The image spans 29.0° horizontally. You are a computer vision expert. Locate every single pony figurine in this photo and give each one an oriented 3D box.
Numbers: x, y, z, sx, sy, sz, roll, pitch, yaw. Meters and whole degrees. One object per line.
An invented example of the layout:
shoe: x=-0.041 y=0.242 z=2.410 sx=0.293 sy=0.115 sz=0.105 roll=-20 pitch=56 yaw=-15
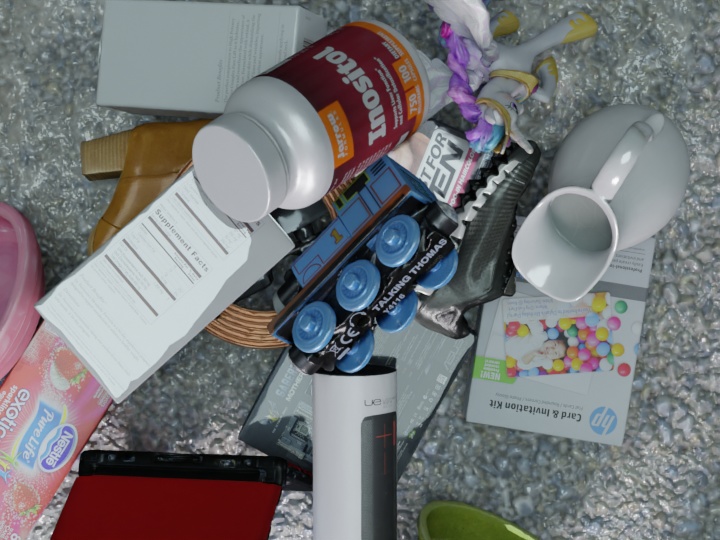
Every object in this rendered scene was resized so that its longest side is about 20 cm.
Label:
pony figurine: x=0.100 y=-0.199 z=1.243 sx=0.192 sy=0.200 sz=0.167 roll=33 pitch=137 yaw=4

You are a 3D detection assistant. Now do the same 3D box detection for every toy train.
toy train: x=0.000 y=0.000 z=1.224 sx=0.200 sy=0.086 sz=0.115 roll=-46 pitch=47 yaw=14

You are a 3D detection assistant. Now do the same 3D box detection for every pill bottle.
pill bottle: x=-0.040 y=-0.122 z=1.153 sx=0.200 sy=0.113 sz=0.113 roll=-38 pitch=93 yaw=-38

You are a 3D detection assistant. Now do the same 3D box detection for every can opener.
can opener: x=-0.110 y=-0.012 z=1.321 sx=0.198 sy=0.053 sz=0.067 roll=-26 pitch=96 yaw=2

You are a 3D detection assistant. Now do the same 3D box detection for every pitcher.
pitcher: x=0.229 y=-0.086 z=1.227 sx=0.121 sy=0.200 sz=0.172 roll=38 pitch=132 yaw=7

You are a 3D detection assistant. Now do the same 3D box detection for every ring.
ring: x=-0.088 y=-0.028 z=1.283 sx=0.198 sy=0.019 sz=0.203 roll=0 pitch=97 yaw=-1

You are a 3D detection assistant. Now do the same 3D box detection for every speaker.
speaker: x=-0.006 y=0.187 z=1.270 sx=0.080 sy=0.081 sz=0.203 roll=0 pitch=94 yaw=0

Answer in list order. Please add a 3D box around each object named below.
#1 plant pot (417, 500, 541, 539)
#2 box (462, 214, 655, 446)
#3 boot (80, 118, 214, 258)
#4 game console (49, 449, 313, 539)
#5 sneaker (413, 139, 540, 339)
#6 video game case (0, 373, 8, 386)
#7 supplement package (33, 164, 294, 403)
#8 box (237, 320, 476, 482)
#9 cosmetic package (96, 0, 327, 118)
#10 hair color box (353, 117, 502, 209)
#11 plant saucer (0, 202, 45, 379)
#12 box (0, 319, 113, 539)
plant pot: x=0.100 y=0.348 z=1.287 sx=0.199 sy=0.200 sz=0.186 roll=28 pitch=104 yaw=-1
box: x=0.188 y=0.055 z=1.332 sx=0.154 sy=0.041 sz=0.203 roll=9 pitch=94 yaw=0
boot: x=-0.183 y=-0.040 z=1.312 sx=0.142 sy=0.071 sz=0.204 roll=-6 pitch=89 yaw=1
game console: x=-0.155 y=0.225 z=1.244 sx=0.198 sy=0.172 sz=0.120 roll=0 pitch=74 yaw=16
sneaker: x=0.115 y=-0.022 z=1.259 sx=0.090 sy=0.067 sz=0.201 roll=34 pitch=99 yaw=-6
video game case: x=-0.421 y=0.147 z=1.348 sx=0.198 sy=0.019 sz=0.145 roll=-13 pitch=93 yaw=-1
supplement package: x=-0.168 y=0.004 z=1.205 sx=0.200 sy=0.114 sz=0.110 roll=-41 pitch=96 yaw=-6
box: x=-0.003 y=0.108 z=1.329 sx=0.157 sy=0.051 sz=0.202 roll=28 pitch=94 yaw=-2
cosmetic package: x=-0.137 y=-0.191 z=1.274 sx=0.198 sy=0.074 sz=0.103 roll=7 pitch=91 yaw=21
hair color box: x=0.029 y=-0.104 z=1.313 sx=0.198 sy=0.061 sz=0.101 roll=22 pitch=93 yaw=-1
plant saucer: x=-0.357 y=0.037 z=1.279 sx=0.051 sy=0.200 sz=0.201 roll=33 pitch=94 yaw=-43
box: x=-0.300 y=0.144 z=1.293 sx=0.095 sy=0.100 sz=0.201 roll=33 pitch=86 yaw=-8
